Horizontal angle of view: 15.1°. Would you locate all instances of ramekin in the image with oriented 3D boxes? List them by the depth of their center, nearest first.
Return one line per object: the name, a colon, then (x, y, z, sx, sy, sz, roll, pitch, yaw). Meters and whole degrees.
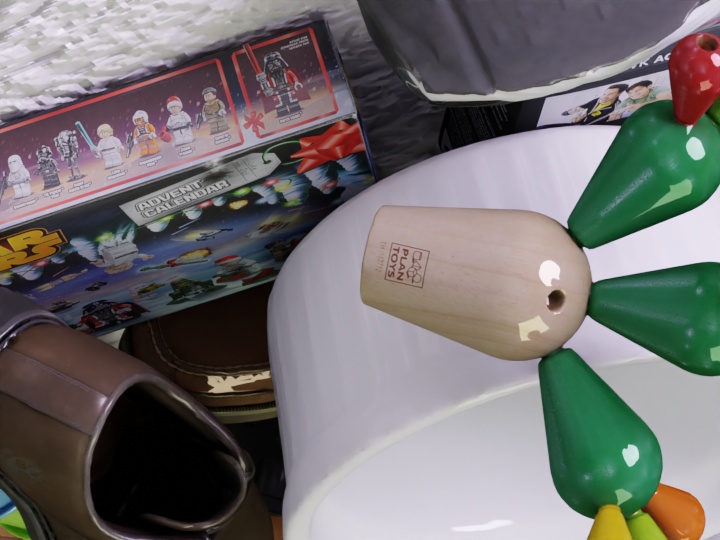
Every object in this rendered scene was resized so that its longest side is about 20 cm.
ramekin: (0.062, 0.034, 0.953, 0.199, 0.098, 0.201, -11, 153, -6)

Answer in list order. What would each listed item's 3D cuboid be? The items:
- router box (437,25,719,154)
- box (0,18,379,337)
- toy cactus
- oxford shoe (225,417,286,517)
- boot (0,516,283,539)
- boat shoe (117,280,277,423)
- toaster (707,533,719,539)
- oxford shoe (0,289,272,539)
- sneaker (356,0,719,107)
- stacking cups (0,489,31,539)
router box: (0.135, -0.081, 0.955, 0.199, 0.051, 0.149, -15, 160, -12)
box: (-0.092, -0.016, 0.942, 0.199, 0.040, 0.137, -18, 161, 1)
toy cactus: (0.080, 0.017, 0.802, 0.164, 0.201, 0.102, 11, -163, 11)
oxford shoe: (-0.057, 0.089, 1.248, 0.199, 0.073, 0.084, -1, 162, -13)
boot: (-0.085, 0.097, 1.149, 0.199, 0.077, 0.156, -12, 120, -1)
boat shoe: (0.000, 0.000, 1.049, 0.199, 0.072, 0.068, -19, 160, -31)
toaster: (0.128, 0.114, 1.192, 0.199, 0.130, 0.114, -25, 157, 17)
oxford shoe: (-0.072, 0.080, 0.945, 0.084, 0.073, 0.200, 23, 169, 29)
sneaker: (0.099, -0.097, 0.832, 0.199, 0.081, 0.086, -19, 164, 4)
stacking cups: (-0.141, 0.064, 0.965, 0.060, 0.061, 0.200, -24, 161, 18)
